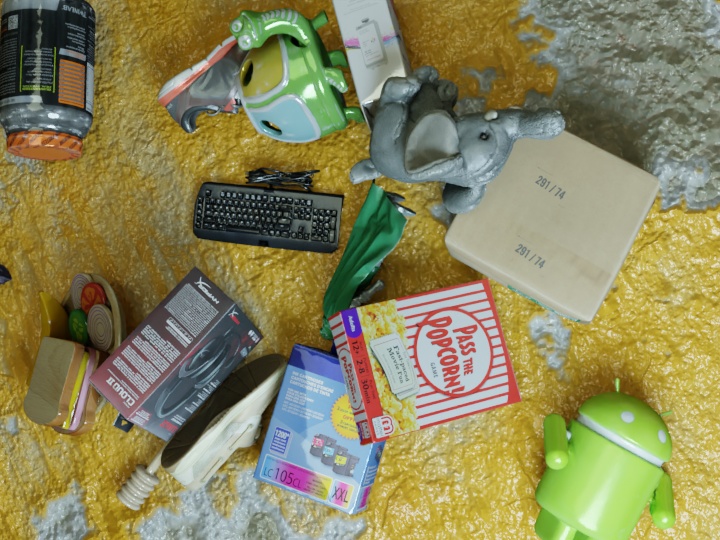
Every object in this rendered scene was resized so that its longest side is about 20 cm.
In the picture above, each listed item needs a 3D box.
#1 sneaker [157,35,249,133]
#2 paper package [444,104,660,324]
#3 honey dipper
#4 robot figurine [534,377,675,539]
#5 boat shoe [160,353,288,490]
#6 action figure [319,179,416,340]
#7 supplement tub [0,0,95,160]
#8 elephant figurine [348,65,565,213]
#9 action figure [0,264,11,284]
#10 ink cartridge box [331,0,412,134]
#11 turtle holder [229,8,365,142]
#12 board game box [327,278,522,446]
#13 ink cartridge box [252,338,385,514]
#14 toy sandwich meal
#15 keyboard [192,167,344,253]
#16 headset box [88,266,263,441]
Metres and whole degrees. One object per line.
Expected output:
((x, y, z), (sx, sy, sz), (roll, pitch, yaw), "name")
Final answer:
((-0.164, -0.247, 1.338), (0.199, 0.077, 0.082), (-31, 92, 16), "sneaker")
((0.222, -0.062, 1.214), (0.198, 0.103, 0.192), (28, 92, 13), "paper package")
((-0.236, 0.215, 1.321), (0.038, 0.038, 0.201), (38, 90, 13), "honey dipper")
((0.272, 0.227, 1.167), (0.174, 0.116, 0.202), (29, 89, -10), "robot figurine")
((-0.157, 0.188, 1.293), (0.200, 0.072, 0.065), (-45, 119, -7), "boat shoe")
((0.000, 0.000, 1.266), (0.054, 0.118, 0.201), (19, 112, -24), "action figure")
((-0.410, -0.252, 1.357), (0.121, 0.122, 0.203), (-1, 84, 12), "supplement tub")
((0.102, -0.134, 1.142), (0.200, 0.140, 0.157), (45, 137, 43), "elephant figurine")
((-0.571, 0.038, 1.393), (0.199, 0.069, 0.131), (-38, 83, 9), "action figure")
((0.025, -0.252, 1.267), (0.067, 0.116, 0.203), (-16, 82, 10), "ink cartridge box")
((-0.083, -0.229, 1.251), (0.130, 0.185, 0.143), (-20, 82, 8), "turtle holder")
((0.076, 0.104, 1.208), (0.198, 0.046, 0.154), (-12, 81, -23), "board game box")
((-0.033, 0.174, 1.260), (0.135, 0.076, 0.203), (16, 87, 13), "ink cartridge box")
((-0.365, 0.102, 1.300), (0.204, 0.070, 0.208), (-11, 74, 47), "toy sandwich meal")
((-0.121, -0.083, 1.322), (0.197, 0.040, 0.106), (6, 86, 12), "keyboard")
((-0.223, 0.111, 1.246), (0.077, 0.149, 0.200), (39, 80, 19), "headset box")
